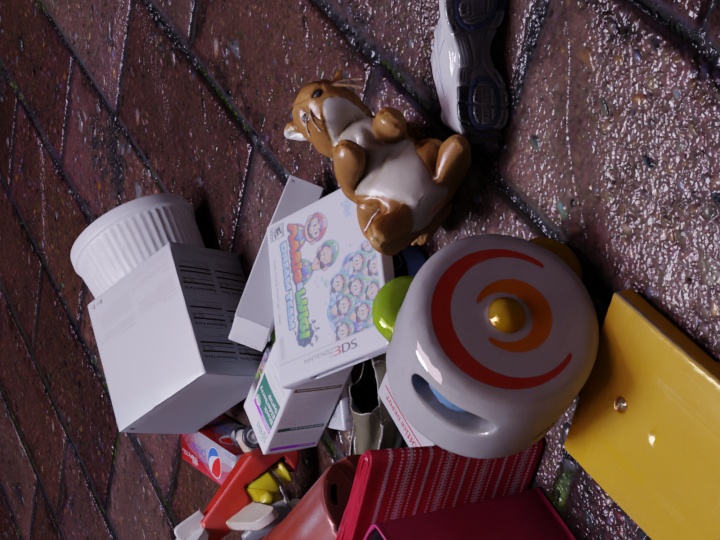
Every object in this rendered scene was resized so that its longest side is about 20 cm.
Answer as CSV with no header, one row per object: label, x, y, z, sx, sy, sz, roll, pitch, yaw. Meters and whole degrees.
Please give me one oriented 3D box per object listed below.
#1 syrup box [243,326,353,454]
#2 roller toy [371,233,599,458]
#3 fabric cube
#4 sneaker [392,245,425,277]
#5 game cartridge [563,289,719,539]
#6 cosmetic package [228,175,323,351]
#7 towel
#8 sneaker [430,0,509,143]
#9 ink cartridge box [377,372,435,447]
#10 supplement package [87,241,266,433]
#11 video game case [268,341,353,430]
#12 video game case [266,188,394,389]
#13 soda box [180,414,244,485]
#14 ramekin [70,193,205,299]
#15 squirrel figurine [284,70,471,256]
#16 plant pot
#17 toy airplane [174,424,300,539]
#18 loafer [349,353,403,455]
syrup box,-0.075,0.136,1.662,0.079,0.081,0.201,63,144,35
roller toy,0.123,0.067,1.229,0.140,0.198,0.184,108,151,-60
fabric cube,0.114,0.359,1.299,0.200,0.197,0.198,53,139,41
sneaker,0.000,0.000,1.552,0.199,0.077,0.071,9,103,60
game cartridge,0.266,0.143,1.164,0.200,0.032,0.178,46,133,44
cosmetic package,-0.102,-0.009,1.644,0.083,0.050,0.202,111,179,-65
towel,0.078,0.227,1.339,0.023,0.198,0.146,-121,37,-48
sneaker,0.098,-0.231,1.347,0.087,0.074,0.203,-161,69,-63
ink cartridge box,0.085,0.129,1.437,0.116,0.067,0.201,58,141,38
supplement package,-0.254,0.100,1.895,0.191,0.146,0.202,-34,64,31
video game case,-0.068,0.109,1.750,0.199,0.023,0.184,-2,94,61
video game case,-0.034,0.014,1.513,0.181,0.024,0.202,-24,63,40
soda box,-0.195,0.265,1.953,0.199,0.069,0.064,17,113,58
ramekin,-0.323,-0.014,2.009,0.106,0.199,0.200,61,144,20
squirrel figurine,0.010,-0.117,1.405,0.186,0.200,0.142,39,91,15
plant pot,-0.017,0.331,1.550,0.196,0.199,0.202,-58,47,36
toy airplane,-0.147,0.314,1.744,0.199,0.141,0.201,-47,15,27
loafer,0.012,0.157,1.569,0.075,0.069,0.202,47,134,47
